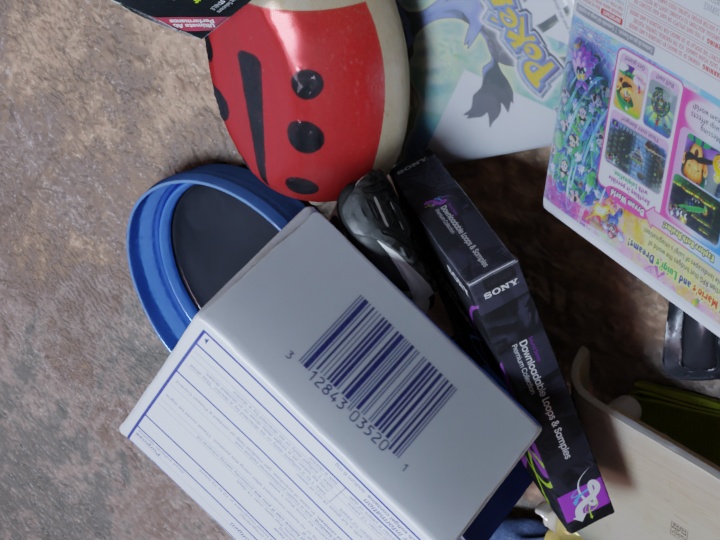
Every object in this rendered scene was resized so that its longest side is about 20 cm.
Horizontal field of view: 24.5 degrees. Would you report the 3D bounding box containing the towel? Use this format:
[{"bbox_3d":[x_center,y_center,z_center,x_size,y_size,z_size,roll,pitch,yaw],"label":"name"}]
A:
[{"bbox_3d":[0.256,0.127,1.005,0.199,0.018,0.087,16,133,32],"label":"towel"}]

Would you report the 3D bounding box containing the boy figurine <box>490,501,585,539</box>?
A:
[{"bbox_3d":[0.162,0.214,1.134,0.199,0.064,0.125,5,125,42],"label":"boy figurine"}]

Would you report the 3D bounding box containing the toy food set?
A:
[{"bbox_3d":[0.211,0.141,1.014,0.199,0.060,0.144,31,146,30],"label":"toy food set"}]

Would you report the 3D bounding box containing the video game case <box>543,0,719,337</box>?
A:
[{"bbox_3d":[0.167,-0.069,0.804,0.200,0.024,0.183,41,135,45],"label":"video game case"}]

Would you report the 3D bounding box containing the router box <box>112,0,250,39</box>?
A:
[{"bbox_3d":[-0.048,-0.227,0.839,0.062,0.151,0.200,20,153,-30],"label":"router box"}]

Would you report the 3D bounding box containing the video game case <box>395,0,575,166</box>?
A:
[{"bbox_3d":[0.046,-0.154,0.930,0.182,0.022,0.201,-7,120,45],"label":"video game case"}]

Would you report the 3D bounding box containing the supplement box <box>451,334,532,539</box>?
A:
[{"bbox_3d":[0.017,0.142,1.159,0.110,0.109,0.200,50,142,-8],"label":"supplement box"}]

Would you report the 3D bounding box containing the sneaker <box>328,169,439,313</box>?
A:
[{"bbox_3d":[0.000,0.000,0.997,0.200,0.079,0.074,82,165,-75],"label":"sneaker"}]

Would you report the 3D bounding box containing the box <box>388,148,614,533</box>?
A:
[{"bbox_3d":[0.083,0.042,0.985,0.143,0.036,0.201,-122,8,-57],"label":"box"}]

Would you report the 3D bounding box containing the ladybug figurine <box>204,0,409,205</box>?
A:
[{"bbox_3d":[-0.037,-0.117,0.954,0.135,0.072,0.201,22,135,36],"label":"ladybug figurine"}]

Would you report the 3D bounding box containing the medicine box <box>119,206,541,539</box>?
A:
[{"bbox_3d":[-0.024,0.093,0.962,0.182,0.103,0.200,43,150,1],"label":"medicine box"}]

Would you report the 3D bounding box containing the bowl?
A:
[{"bbox_3d":[-0.080,0.016,1.176,0.200,0.039,0.202,24,134,28],"label":"bowl"}]

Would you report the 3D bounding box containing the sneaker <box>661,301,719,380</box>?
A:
[{"bbox_3d":[0.238,0.057,0.914,0.113,0.075,0.201,-14,109,48],"label":"sneaker"}]
